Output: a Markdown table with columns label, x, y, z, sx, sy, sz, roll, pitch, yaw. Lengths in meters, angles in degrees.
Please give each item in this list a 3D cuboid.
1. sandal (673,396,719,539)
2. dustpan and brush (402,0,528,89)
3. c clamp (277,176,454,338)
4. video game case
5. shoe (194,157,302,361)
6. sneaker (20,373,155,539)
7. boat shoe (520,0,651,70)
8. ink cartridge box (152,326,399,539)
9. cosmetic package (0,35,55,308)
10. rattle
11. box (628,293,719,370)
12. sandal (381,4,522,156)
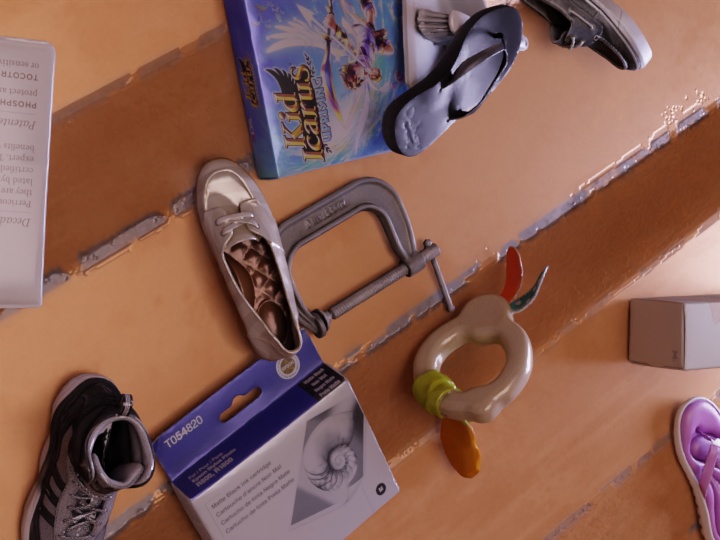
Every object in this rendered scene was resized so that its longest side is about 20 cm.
| label | x | y | z | sx | sy | sz | roll | pitch | yaw |
| --- | --- | --- | --- | --- | --- | --- | --- | --- | --- |
| sandal | 0.436 | 0.245 | 1.582 | 0.082 | 0.050 | 0.204 | -27 | 107 | -28 |
| dustpan and brush | 0.113 | -0.244 | 1.343 | 0.200 | 0.057 | 0.141 | 0 | 89 | -62 |
| c clamp | 0.000 | 0.000 | 1.311 | 0.199 | 0.027 | 0.172 | -25 | 106 | -28 |
| video game case | -0.031 | -0.204 | 1.268 | 0.180 | 0.045 | 0.202 | -16 | 102 | -29 |
| shoe | -0.098 | -0.011 | 1.221 | 0.070 | 0.053 | 0.201 | -22 | 98 | -17 |
| sneaker | -0.235 | 0.193 | 1.128 | 0.075 | 0.114 | 0.202 | 11 | 87 | -31 |
| boat shoe | 0.228 | -0.273 | 1.418 | 0.200 | 0.072 | 0.071 | 38 | 83 | -17 |
| ink cartridge box | -0.076 | 0.191 | 1.261 | 0.199 | 0.040 | 0.201 | -37 | 115 | -24 |
| cosmetic package | -0.344 | -0.079 | 1.012 | 0.165 | 0.167 | 0.202 | 2 | 93 | -32 |
| rattle | 0.146 | 0.097 | 1.375 | 0.143 | 0.130 | 0.201 | 51 | 50 | -29 |
| box | 0.418 | 0.070 | 1.536 | 0.199 | 0.095 | 0.078 | -1 | 93 | -33 |
| sandal | 0.101 | -0.180 | 1.277 | 0.200 | 0.043 | 0.076 | -49 | 133 | -22 |
